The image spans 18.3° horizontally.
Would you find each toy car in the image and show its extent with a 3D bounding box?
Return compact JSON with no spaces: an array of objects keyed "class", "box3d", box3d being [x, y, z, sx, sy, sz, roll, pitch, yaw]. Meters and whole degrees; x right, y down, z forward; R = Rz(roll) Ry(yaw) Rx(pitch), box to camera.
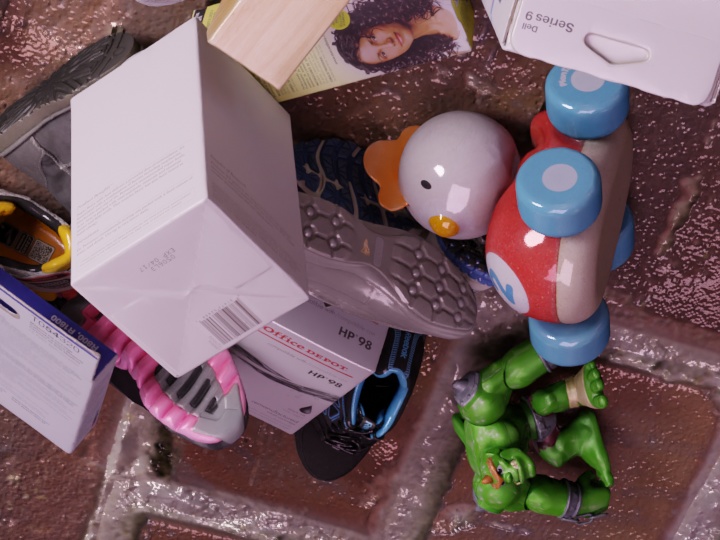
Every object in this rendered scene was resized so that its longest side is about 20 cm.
[{"class":"toy car","box3d":[0.093,-0.052,1.642,0.198,0.178,0.185,8,143,16]}]

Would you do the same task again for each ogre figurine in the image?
[{"class":"ogre figurine","box3d":[0.141,0.134,1.833,0.119,0.099,0.201,-15,144,-4]}]

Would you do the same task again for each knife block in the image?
[{"class":"knife block","box3d":[-0.009,-0.236,1.488,0.064,0.201,0.175,32,156,-19]}]

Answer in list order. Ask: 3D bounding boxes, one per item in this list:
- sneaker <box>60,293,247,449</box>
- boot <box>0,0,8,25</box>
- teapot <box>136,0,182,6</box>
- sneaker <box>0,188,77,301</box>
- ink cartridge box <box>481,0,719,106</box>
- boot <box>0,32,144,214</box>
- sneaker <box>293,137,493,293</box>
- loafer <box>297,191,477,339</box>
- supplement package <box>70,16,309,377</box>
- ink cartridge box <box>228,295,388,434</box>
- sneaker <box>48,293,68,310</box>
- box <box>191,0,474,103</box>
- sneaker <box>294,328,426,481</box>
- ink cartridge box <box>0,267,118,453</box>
[{"class":"sneaker","box3d":[-0.151,0.085,1.743,0.079,0.200,0.096,-41,141,-17]},{"class":"boot","box3d":[-0.354,-0.156,1.668,0.198,0.065,0.188,-3,132,3]},{"class":"teapot","box3d":[-0.089,-0.289,1.466,0.199,0.200,0.145,-6,171,41]},{"class":"sneaker","box3d":[-0.299,-0.043,1.717,0.198,0.078,0.082,19,166,-2]},{"class":"ink cartridge box","box3d":[0.164,-0.184,1.482,0.144,0.200,0.088,15,107,-5]},{"class":"boot","box3d":[-0.168,-0.073,1.705,0.181,0.073,0.200,-26,117,41]},{"class":"sneaker","box3d":[0.014,-0.025,1.723,0.199,0.077,0.085,30,131,-17]},{"class":"loafer","box3d":[0.000,0.000,1.659,0.199,0.070,0.070,29,148,-27]},{"class":"supplement package","box3d":[-0.121,-0.053,1.554,0.121,0.201,0.120,-30,129,20]},{"class":"ink cartridge box","box3d":[-0.054,0.048,1.754,0.115,0.067,0.200,27,149,-15]},{"class":"sneaker","box3d":[-0.310,0.051,1.810,0.198,0.096,0.079,15,128,-8]},{"class":"box","box3d":[-0.022,-0.175,1.617,0.198,0.050,0.076,-14,127,18]},{"class":"sneaker","box3d":[-0.007,0.113,1.835,0.073,0.082,0.201,17,131,-10]},{"class":"ink cartridge box","box3d":[-0.274,0.035,1.677,0.196,0.043,0.200,36,151,3]}]
